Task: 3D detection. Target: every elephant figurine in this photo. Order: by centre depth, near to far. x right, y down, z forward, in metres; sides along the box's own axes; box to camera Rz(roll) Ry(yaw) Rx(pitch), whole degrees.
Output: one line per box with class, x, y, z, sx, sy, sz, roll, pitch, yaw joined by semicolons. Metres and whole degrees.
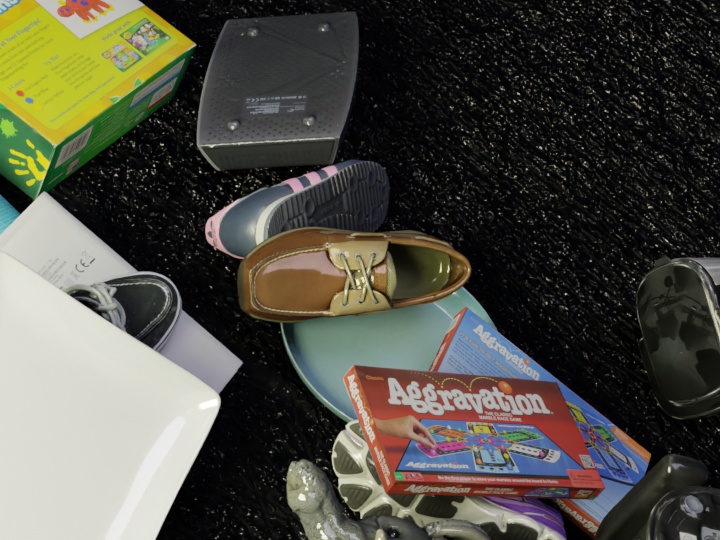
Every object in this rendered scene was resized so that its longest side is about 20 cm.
elephant figurine;0.038;0.228;1.236;0.141;0.155;0.200;-15;65;-11

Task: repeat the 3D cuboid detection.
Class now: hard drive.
hard drive;-0.197;0.047;1.332;0.200;0.026;0.132;42;46;-5
hard drive;-0.068;-0.156;1.564;0.135;0.042;0.200;-3;39;7

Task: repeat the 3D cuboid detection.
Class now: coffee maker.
coffee maker;0.359;0.064;1.562;0.200;0.135;0.192;-13;59;-35

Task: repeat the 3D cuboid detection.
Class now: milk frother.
milk frother;0.260;0.252;1.298;0.200;0.188;0.181;29;44;-2

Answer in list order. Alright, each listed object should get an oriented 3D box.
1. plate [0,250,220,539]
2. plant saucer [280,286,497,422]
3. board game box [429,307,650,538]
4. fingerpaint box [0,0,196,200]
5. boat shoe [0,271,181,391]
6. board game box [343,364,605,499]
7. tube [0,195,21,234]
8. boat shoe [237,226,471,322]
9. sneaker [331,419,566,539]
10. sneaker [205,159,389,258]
plate;-0.212;0.120;1.179;0.200;0.032;0.200;36;65;-24
plant saucer;0.025;0.064;1.464;0.200;0.027;0.200;15;45;-15
board game box;0.141;0.126;1.435;0.200;0.019;0.103;39;45;-9
fingerpaint box;-0.265;-0.172;1.494;0.167;0.073;0.200;37;43;6
boat shoe;-0.195;0.043;1.271;0.199;0.068;0.074;-23;76;-42
board game box;0.087;0.122;1.345;0.200;0.019;0.103;6;46;-35
tube;-0.263;-0.010;1.370;0.200;0.050;0.077;45;51;8
boat shoe;0.000;0.000;1.418;0.200;0.074;0.076;-9;97;-33
sneaker;0.068;0.172;1.370;0.200;0.081;0.083;31;26;-8
sneaker;-0.050;-0.054;1.508;0.082;0.070;0.200;4;13;32
